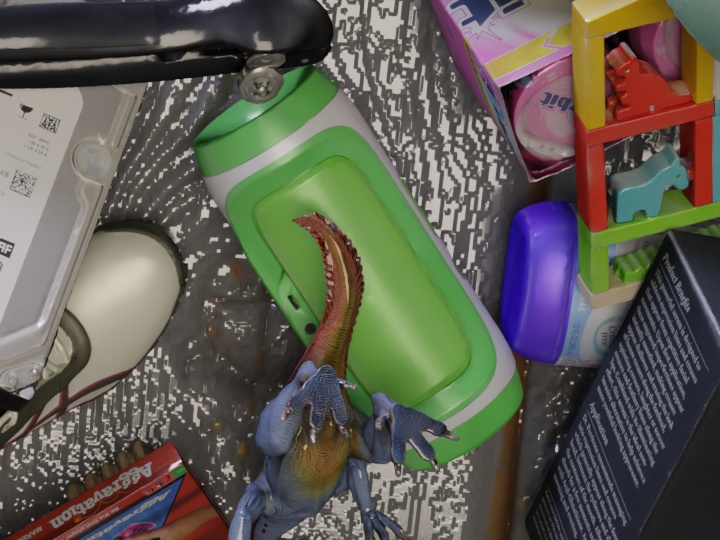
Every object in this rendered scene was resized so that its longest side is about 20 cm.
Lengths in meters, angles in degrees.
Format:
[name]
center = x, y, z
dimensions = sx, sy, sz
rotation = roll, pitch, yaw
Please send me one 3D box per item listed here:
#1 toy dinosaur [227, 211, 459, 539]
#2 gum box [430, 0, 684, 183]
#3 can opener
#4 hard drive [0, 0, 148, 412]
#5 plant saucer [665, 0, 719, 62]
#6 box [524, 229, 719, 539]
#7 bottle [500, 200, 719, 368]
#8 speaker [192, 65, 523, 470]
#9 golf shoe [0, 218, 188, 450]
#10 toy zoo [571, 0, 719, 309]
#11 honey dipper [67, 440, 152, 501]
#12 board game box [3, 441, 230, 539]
[toy dinosaur]
center = -0.015, 0.096, 1.365
dimensions = 0.105, 0.181, 0.200
rotation = 9, 73, -16
[gum box]
center = 0.145, -0.137, 1.342
dimensions = 0.200, 0.114, 0.066
rotation = -26, 129, -3
[can opener]
center = -0.108, -0.112, 1.311
dimensions = 0.200, 0.063, 0.079
rotation = -11, 62, -12
[hard drive]
center = -0.190, -0.049, 1.315
dimensions = 0.140, 0.038, 0.200
rotation = 23, 69, -12
[plant saucer]
center = 0.198, -0.178, 1.234
dimensions = 0.200, 0.036, 0.200
rotation = 11, 72, -35
[box]
center = 0.193, 0.097, 1.360
dimensions = 0.148, 0.107, 0.200
rotation = 10, 125, -21
[bottle]
center = 0.175, 0.012, 1.408
dimensions = 0.200, 0.065, 0.084
rotation = 5, 106, -9
[speaker]
center = 0.000, 0.000, 1.372
dimensions = 0.088, 0.088, 0.200
rotation = -33, 104, -1
[golf shoe]
center = -0.167, 0.052, 1.358
dimensions = 0.200, 0.088, 0.077
rotation = -37, 102, -1
[toy zoo]
center = 0.165, -0.080, 1.304
dimensions = 0.131, 0.020, 0.200
rotation = -15, 128, -12
[honey dipper]
center = -0.185, 0.157, 1.403
dimensions = 0.200, 0.038, 0.038
rotation = -34, 104, 2
[board game box]
center = -0.161, 0.167, 1.386
dimensions = 0.200, 0.019, 0.103
rotation = -31, 144, -1
